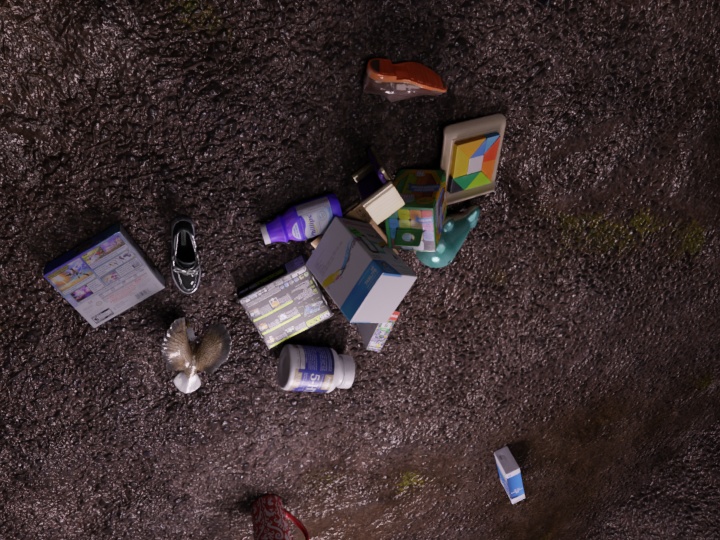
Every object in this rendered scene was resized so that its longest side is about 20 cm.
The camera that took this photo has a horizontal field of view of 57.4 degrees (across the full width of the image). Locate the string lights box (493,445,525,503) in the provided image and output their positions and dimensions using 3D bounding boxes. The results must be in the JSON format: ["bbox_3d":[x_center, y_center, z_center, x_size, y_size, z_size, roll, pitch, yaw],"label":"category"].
[{"bbox_3d":[0.546,0.750,2.408,0.057,0.104,0.203,-22,130,-3],"label":"string lights box"}]

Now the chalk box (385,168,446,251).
[{"bbox_3d":[0.127,-0.130,1.536,0.121,0.202,0.127,4,130,16],"label":"chalk box"}]

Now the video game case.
[{"bbox_3d":[-0.577,0.013,1.494,0.196,0.046,0.183,-29,130,1],"label":"video game case"}]

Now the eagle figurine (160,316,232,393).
[{"bbox_3d":[-0.413,0.197,1.624,0.152,0.200,0.151,48,62,-1],"label":"eagle figurine"}]

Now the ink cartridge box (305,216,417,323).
[{"bbox_3d":[0.000,0.000,1.549,0.145,0.201,0.148,6,126,-52],"label":"ink cartridge box"}]

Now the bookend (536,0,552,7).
[{"bbox_3d":[0.471,-0.666,1.370,0.192,0.093,0.205,-5,127,-17],"label":"bookend"}]

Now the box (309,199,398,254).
[{"bbox_3d":[-0.014,-0.060,1.668,0.162,0.021,0.201,-36,129,7],"label":"box"}]

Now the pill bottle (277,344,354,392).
[{"bbox_3d":[-0.119,0.271,1.803,0.194,0.121,0.122,8,122,-25],"label":"pill bottle"}]

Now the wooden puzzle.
[{"bbox_3d":[0.271,-0.265,1.599,0.180,0.037,0.205,-17,128,-23],"label":"wooden puzzle"}]

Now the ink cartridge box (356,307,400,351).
[{"bbox_3d":[0.058,0.101,1.754,0.049,0.110,0.204,11,120,-26],"label":"ink cartridge box"}]

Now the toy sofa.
[{"bbox_3d":[0.029,-0.194,1.472,0.082,0.201,0.098,-34,115,9],"label":"toy sofa"}]

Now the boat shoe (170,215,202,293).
[{"bbox_3d":[-0.402,-0.021,1.520,0.071,0.069,0.204,-1,125,-19],"label":"boat shoe"}]

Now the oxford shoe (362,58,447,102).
[{"bbox_3d":[0.096,-0.409,1.442,0.194,0.073,0.074,6,142,-19],"label":"oxford shoe"}]

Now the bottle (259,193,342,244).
[{"bbox_3d":[-0.139,-0.115,1.553,0.194,0.066,0.085,-18,130,-7],"label":"bottle"}]

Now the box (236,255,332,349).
[{"bbox_3d":[-0.192,0.084,1.691,0.196,0.048,0.196,-27,131,-1],"label":"box"}]

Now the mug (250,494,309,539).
[{"bbox_3d":[-0.269,0.841,2.104,0.175,0.202,0.134,28,112,-35],"label":"mug"}]

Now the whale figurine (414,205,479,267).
[{"bbox_3d":[0.230,-0.083,1.678,0.196,0.105,0.160,-30,160,-9],"label":"whale figurine"}]
